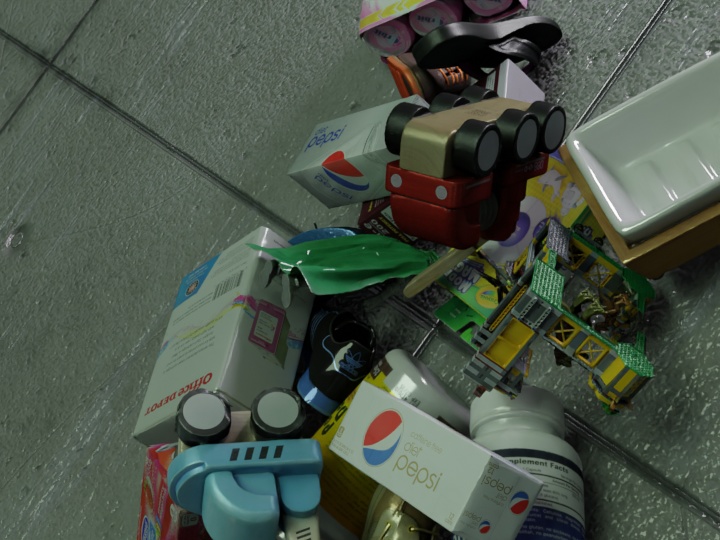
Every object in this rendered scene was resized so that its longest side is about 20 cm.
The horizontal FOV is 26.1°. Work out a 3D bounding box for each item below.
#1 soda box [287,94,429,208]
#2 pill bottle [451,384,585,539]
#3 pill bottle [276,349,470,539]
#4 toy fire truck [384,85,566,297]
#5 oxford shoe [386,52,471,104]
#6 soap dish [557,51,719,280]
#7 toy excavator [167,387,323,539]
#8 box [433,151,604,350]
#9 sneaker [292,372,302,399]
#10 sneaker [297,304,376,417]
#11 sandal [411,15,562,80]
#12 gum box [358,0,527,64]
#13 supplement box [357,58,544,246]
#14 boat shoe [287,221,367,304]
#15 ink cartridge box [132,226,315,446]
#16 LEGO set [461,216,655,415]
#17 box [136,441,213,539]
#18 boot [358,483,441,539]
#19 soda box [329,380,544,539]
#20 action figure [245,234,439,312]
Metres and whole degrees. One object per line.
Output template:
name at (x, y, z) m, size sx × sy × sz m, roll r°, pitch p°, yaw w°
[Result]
soda box at (0.010, -0.115, 1.546) m, size 0.199 × 0.063 × 0.069 m, roll -7°, pitch 49°, yaw 59°
pill bottle at (0.130, 0.201, 1.284) m, size 0.110 × 0.111 × 0.202 m, roll -21°, pitch 49°, yaw 31°
pill bottle at (0.006, 0.177, 1.420) m, size 0.200 × 0.109 × 0.109 m, roll -48°, pitch 40°, yaw 4°
toy fire truck at (0.084, -0.054, 1.396) m, size 0.128 × 0.175 × 0.202 m, roll 17°, pitch 112°, yaw 32°
oxford shoe at (0.073, -0.200, 1.598) m, size 0.072 × 0.072 × 0.200 m, roll -23°, pitch 7°, yaw 7°
soap dish at (0.289, -0.092, 1.341) m, size 0.199 × 0.081 × 0.158 m, roll -27°, pitch 44°, yaw 5°
toy excavator at (-0.062, 0.208, 1.301) m, size 0.100 × 0.192 × 0.202 m, roll 104°, pitch 161°, yaw -52°
box at (0.151, -0.020, 1.475) m, size 0.201 × 0.048 × 0.117 m, roll -53°, pitch 39°, yaw 1°
sneaker at (-0.095, 0.141, 1.568) m, size 0.084 × 0.074 × 0.201 m, roll -34°, pitch 43°, yaw 19°
sneaker at (-0.020, 0.069, 1.516) m, size 0.078 × 0.070 × 0.200 m, roll -52°, pitch 17°, yaw 15°
sandal at (0.131, -0.213, 1.551) m, size 0.075 × 0.199 × 0.048 m, roll -40°, pitch 70°, yaw 44°
gum box at (0.089, -0.318, 1.731) m, size 0.199 × 0.066 × 0.114 m, roll -18°, pitch 49°, yaw 34°
supplement box at (0.090, -0.110, 1.550) m, size 0.199 × 0.061 × 0.109 m, roll -33°, pitch 29°, yaw 33°
boat shoe at (-0.058, 0.000, 1.628) m, size 0.199 × 0.068 × 0.085 m, roll -19°, pitch 80°, yaw 37°
ink cartridge box at (-0.129, 0.079, 1.520) m, size 0.144 × 0.084 × 0.201 m, roll -30°, pitch 34°, yaw 42°
LEGO set at (0.163, 0.056, 1.309) m, size 0.116 × 0.153 × 0.201 m, roll -52°, pitch 16°, yaw 29°
box at (-0.150, 0.264, 1.440) m, size 0.100 × 0.095 × 0.202 m, roll 50°, pitch 138°, yaw 49°
boot at (0.055, 0.261, 1.326) m, size 0.201 × 0.072 × 0.155 m, roll -60°, pitch 39°, yaw 11°
soda box at (0.056, 0.157, 1.257) m, size 0.200 × 0.063 × 0.069 m, roll 24°, pitch 85°, yaw 58°
action figure at (0.000, 0.000, 1.502) m, size 0.118 × 0.198 × 0.055 m, roll 40°, pitch 125°, yaw 45°
